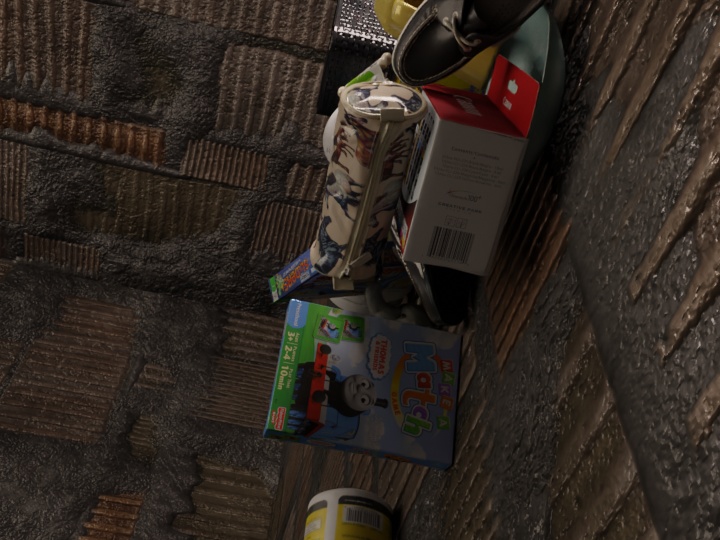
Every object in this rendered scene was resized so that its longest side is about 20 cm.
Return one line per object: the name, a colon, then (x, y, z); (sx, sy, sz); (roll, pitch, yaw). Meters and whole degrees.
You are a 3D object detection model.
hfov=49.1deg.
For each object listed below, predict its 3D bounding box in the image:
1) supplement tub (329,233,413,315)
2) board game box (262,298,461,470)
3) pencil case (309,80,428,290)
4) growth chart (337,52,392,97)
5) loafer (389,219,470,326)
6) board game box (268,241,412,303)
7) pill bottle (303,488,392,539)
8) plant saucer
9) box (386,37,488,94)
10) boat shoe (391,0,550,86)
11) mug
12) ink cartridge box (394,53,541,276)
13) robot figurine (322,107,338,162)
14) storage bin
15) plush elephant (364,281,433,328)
supplement tub: (0.028, -0.044, 1.197); (0.145, 0.145, 0.200); (-92, 15, -62)
board game box: (0.006, 0.124, 0.860); (0.037, 0.199, 0.152); (117, 163, -61)
pencil case: (0.004, -0.080, 0.734); (0.090, 0.078, 0.200); (-110, 26, -47)
growth chart: (0.006, -0.138, 0.869); (0.145, 0.018, 0.201); (-26, 58, 61)
loafer: (0.072, -0.028, 0.917); (0.072, 0.073, 0.201); (-28, 70, 48)
board game box: (0.000, 0.000, 1.013); (0.135, 0.199, 0.035); (-33, 66, 55)
pill bottle: (-0.020, 0.385, 0.974); (0.114, 0.114, 0.200); (110, 170, -46)
plant saucer: (0.161, -0.163, 0.778); (0.201, 0.039, 0.202); (-168, 90, -83)
box: (0.113, -0.307, 1.060); (0.193, 0.122, 0.201); (-165, 86, -83)
boat shoe: (0.111, -0.236, 0.723); (0.200, 0.074, 0.060); (-32, 21, 20)
mug: (0.099, -0.305, 0.876); (0.187, 0.153, 0.150); (10, -76, -85)
ink cartridge box: (0.091, -0.118, 0.758); (0.200, 0.084, 0.176); (-96, 18, -68)
robot figurine: (0.042, -0.137, 1.009); (0.150, 0.200, 0.125); (-35, 16, 24)
storage bin: (0.002, -0.310, 1.086); (0.135, 0.093, 0.200); (109, 171, -48)
plush elephant: (0.025, 0.090, 1.020); (0.155, 0.200, 0.165); (-53, 14, 10)
